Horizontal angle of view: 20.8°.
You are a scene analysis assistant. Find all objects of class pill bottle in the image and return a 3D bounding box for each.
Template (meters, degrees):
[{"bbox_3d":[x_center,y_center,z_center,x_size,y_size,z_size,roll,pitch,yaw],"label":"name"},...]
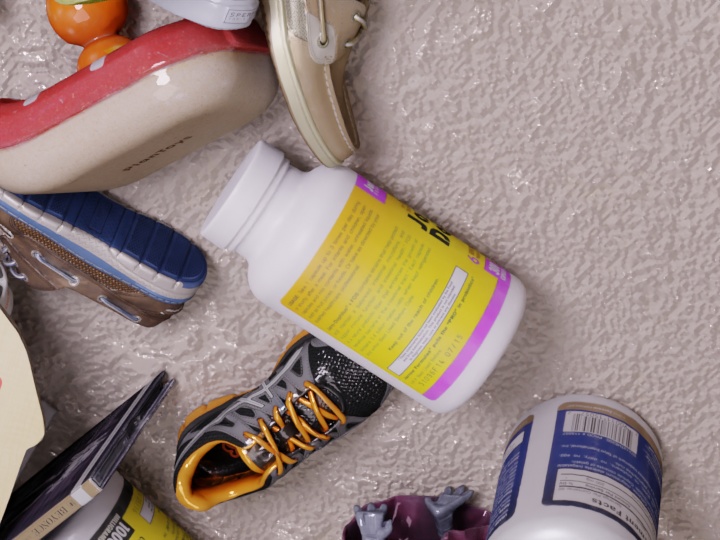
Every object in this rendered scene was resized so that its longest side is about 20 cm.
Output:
[{"bbox_3d":[0.000,0.000,1.265,0.200,0.104,0.104,33,121,-9],"label":"pill bottle"},{"bbox_3d":[-0.153,0.245,1.439,0.200,0.112,0.112,44,119,-15],"label":"pill bottle"},{"bbox_3d":[0.138,0.179,1.286,0.111,0.200,0.111,6,121,9],"label":"pill bottle"}]

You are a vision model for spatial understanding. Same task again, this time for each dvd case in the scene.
[{"bbox_3d":[-0.221,0.161,1.382,0.200,0.149,0.016,-39,100,28],"label":"dvd case"}]

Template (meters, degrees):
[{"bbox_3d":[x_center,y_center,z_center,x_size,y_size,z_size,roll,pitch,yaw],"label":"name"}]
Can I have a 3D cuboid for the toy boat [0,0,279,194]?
[{"bbox_3d":[-0.159,-0.128,1.229,0.200,0.131,0.131,-25,82,23],"label":"toy boat"}]

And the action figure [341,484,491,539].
[{"bbox_3d":[0.046,0.258,1.393,0.134,0.149,0.200,4,107,3],"label":"action figure"}]

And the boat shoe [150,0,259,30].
[{"bbox_3d":[-0.138,-0.207,1.173,0.200,0.072,0.062,26,113,21],"label":"boat shoe"}]

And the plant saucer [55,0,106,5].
[{"bbox_3d":[-0.075,-0.243,1.104,0.200,0.200,0.048,-11,156,11],"label":"plant saucer"}]

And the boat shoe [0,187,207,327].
[{"bbox_3d":[-0.205,-0.022,1.314,0.200,0.072,0.072,32,123,-8],"label":"boat shoe"}]

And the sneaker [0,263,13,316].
[{"bbox_3d":[-0.328,-0.004,1.352,0.200,0.074,0.080,25,167,12],"label":"sneaker"}]

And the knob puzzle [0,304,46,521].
[{"bbox_3d":[-0.303,0.076,1.296,0.220,0.030,0.220,-1,102,-3],"label":"knob puzzle"}]

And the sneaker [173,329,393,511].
[{"bbox_3d":[-0.052,0.106,1.356,0.200,0.077,0.078,-36,106,26],"label":"sneaker"}]

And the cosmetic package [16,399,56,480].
[{"bbox_3d":[-0.366,0.133,1.412,0.200,0.123,0.199,37,121,-10],"label":"cosmetic package"}]

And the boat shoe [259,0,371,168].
[{"bbox_3d":[-0.025,-0.158,1.197,0.065,0.072,0.200,-13,112,6],"label":"boat shoe"}]
